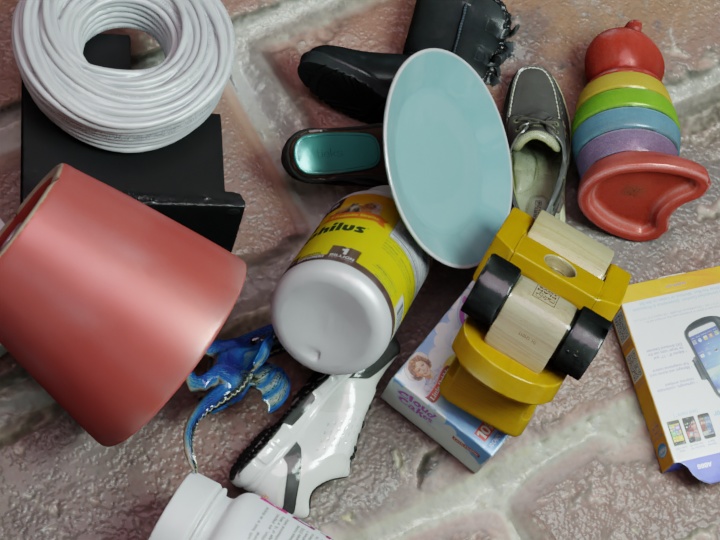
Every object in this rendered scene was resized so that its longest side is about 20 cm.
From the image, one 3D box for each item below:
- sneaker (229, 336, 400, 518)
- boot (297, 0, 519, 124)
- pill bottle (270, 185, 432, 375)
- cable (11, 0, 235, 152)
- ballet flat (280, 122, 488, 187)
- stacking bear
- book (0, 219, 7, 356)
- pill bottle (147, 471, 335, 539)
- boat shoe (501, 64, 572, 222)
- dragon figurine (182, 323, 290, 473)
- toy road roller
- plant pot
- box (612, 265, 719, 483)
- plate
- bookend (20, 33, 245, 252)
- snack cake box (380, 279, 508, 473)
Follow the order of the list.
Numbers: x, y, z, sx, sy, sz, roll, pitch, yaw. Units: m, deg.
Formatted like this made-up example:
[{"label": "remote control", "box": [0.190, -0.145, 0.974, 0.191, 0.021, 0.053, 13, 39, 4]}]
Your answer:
[{"label": "sneaker", "box": [-0.028, 0.138, 1.462, 0.080, 0.074, 0.200, 45, 71, -7]}, {"label": "boot", "box": [0.052, -0.219, 1.611, 0.197, 0.073, 0.163, 23, 68, -6]}, {"label": "pill bottle", "box": [0.000, 0.000, 1.457, 0.109, 0.110, 0.200, 27, 32, 3]}, {"label": "cable", "box": [-0.213, -0.201, 1.469, 0.199, 0.069, 0.200, 31, 60, 3]}, {"label": "ballet flat", "box": [0.020, -0.109, 1.556, 0.198, 0.068, 0.069, 3, 83, -14]}, {"label": "stacking bear", "box": [0.261, -0.150, 1.599, 0.113, 0.122, 0.201, 14, 55, -18]}, {"label": "book", "box": [-0.376, -0.008, 1.465, 0.133, 0.048, 0.200, -36, 79, -13]}, {"label": "pill bottle", "box": [-0.078, 0.258, 1.371, 0.199, 0.113, 0.114, 29, 66, 4]}, {"label": "boat shoe", "box": [0.172, -0.116, 1.586, 0.071, 0.066, 0.202, 2, 67, 4]}, {"label": "dragon figurine", "box": [-0.099, 0.090, 1.432, 0.099, 0.059, 0.200, -9, 28, 15]}, {"label": "toy road roller", "box": [0.143, 0.050, 1.432, 0.122, 0.147, 0.200, 30, 30, 4]}, {"label": "plant pot", "box": [-0.224, 0.019, 1.375, 0.177, 0.200, 0.201, 38, 65, -16]}, {"label": "box", "box": [0.318, 0.101, 1.538, 0.118, 0.042, 0.201, -11, 72, -13]}, {"label": "plate", "box": [0.074, -0.100, 1.480, 0.200, 0.025, 0.202, 13, 73, -51]}, {"label": "bookend", "box": [-0.217, -0.126, 1.521, 0.197, 0.092, 0.201, 0, 63, -13]}, {"label": "snack cake box", "box": [0.126, 0.071, 1.505, 0.115, 0.067, 0.200, 38, 68, 6]}]
